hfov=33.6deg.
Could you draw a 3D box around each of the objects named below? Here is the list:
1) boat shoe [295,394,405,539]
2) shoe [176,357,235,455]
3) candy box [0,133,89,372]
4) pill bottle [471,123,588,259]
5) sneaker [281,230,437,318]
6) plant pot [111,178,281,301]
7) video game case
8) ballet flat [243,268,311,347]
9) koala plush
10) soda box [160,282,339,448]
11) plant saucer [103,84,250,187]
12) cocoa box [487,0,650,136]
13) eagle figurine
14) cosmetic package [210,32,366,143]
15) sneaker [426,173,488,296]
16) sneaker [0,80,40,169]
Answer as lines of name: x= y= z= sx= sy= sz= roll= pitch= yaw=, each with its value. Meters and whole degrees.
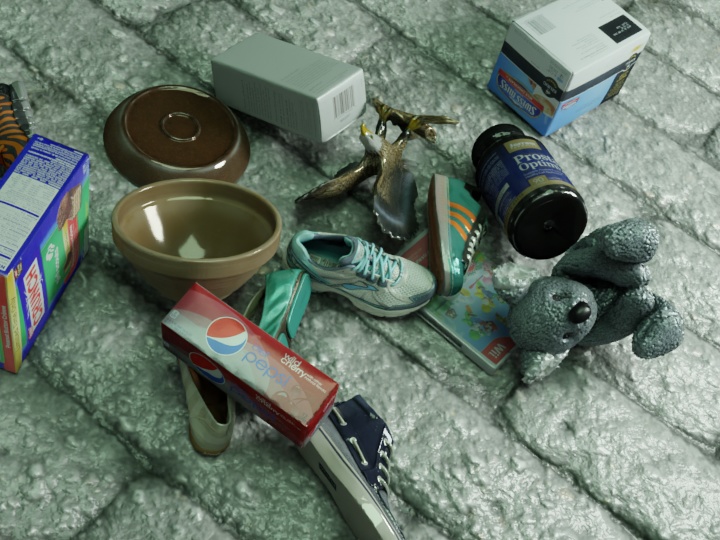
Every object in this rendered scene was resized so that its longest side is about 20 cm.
boat shoe: x=0.012 y=0.223 z=1.311 sx=0.092 sy=0.075 sz=0.201 roll=-25 pitch=62 yaw=-24
shoe: x=-0.172 y=0.111 z=1.360 sx=0.069 sy=0.054 sz=0.202 roll=0 pitch=52 yaw=-18
candy box: x=-0.374 y=-0.020 z=1.326 sx=0.076 sy=0.170 sz=0.201 roll=19 pitch=49 yaw=4
pill bottle: x=0.220 y=-0.113 z=1.612 sx=0.110 sy=0.113 sz=0.201 roll=-1 pitch=36 yaw=-18
sneaker: x=0.000 y=0.000 z=1.473 sx=0.197 sy=0.087 sz=0.078 roll=11 pitch=63 yaw=-2
plant pot: x=-0.195 y=-0.024 z=1.418 sx=0.198 sy=0.094 sz=0.202 roll=5 pitch=30 yaw=-3
video game case: x=0.134 y=0.030 z=1.547 sx=0.199 sy=0.018 sz=0.143 roll=40 pitch=51 yaw=15
ballet flat: x=-0.110 y=0.080 z=1.408 sx=0.069 sy=0.068 sz=0.201 roll=0 pitch=47 yaw=14
koala plush: x=0.264 y=0.045 z=1.488 sx=0.198 sy=0.183 sz=0.179 roll=-23 pitch=100 yaw=-20
soda box: x=-0.121 y=0.103 z=1.296 sx=0.199 sy=0.070 sz=0.064 roll=34 pitch=63 yaw=10
plant saucer: x=-0.242 y=-0.182 z=1.592 sx=0.198 sy=0.035 sz=0.202 roll=8 pitch=51 yaw=-10
cocoa box: x=0.316 y=-0.321 z=1.815 sx=0.199 sy=0.132 sz=0.133 roll=-30 pitch=65 yaw=-35
eagle figurine: x=0.017 y=-0.133 z=1.576 sx=0.150 sy=0.151 sz=0.202 roll=35 pitch=67 yaw=-26
cosmetic package: x=-0.099 y=-0.252 z=1.629 sx=0.199 sy=0.075 sz=0.101 roll=24 pitch=45 yaw=33
sneaker: x=0.131 y=-0.047 z=1.550 sx=0.079 sy=0.072 sz=0.202 roll=7 pitch=48 yaw=-7
sneaker: x=-0.458 y=-0.156 z=1.484 sx=0.111 sy=0.078 sz=0.201 roll=-11 pitch=45 yaw=-20
